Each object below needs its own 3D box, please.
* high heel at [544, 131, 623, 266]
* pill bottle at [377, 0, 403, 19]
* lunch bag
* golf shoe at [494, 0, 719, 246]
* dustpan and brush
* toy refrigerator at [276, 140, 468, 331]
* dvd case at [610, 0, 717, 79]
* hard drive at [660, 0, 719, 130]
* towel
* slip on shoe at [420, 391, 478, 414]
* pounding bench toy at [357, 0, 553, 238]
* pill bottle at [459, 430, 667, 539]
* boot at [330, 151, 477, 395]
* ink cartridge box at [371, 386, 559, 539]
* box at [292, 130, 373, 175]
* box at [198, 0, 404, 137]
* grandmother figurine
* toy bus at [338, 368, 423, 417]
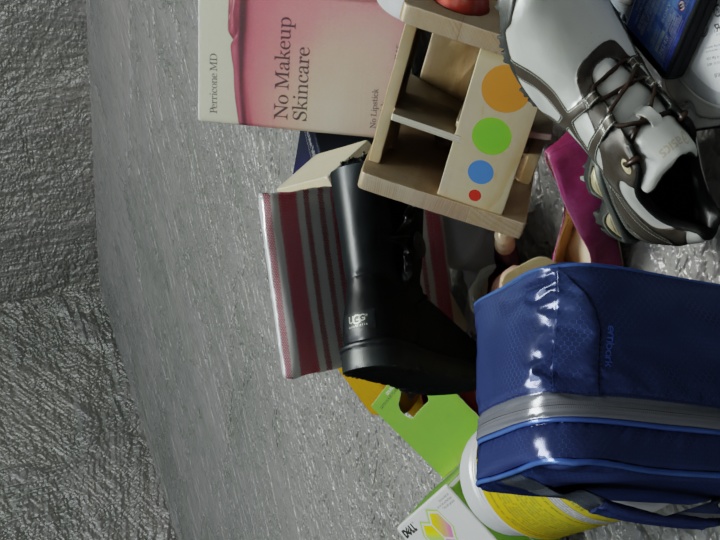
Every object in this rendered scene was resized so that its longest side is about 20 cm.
[{"bbox_3d":[0.147,-0.023,0.787,0.201,0.094,0.068,108,144,-51],"label":"high heel"},{"bbox_3d":[0.066,-0.298,0.843,0.120,0.118,0.202,-121,29,-43],"label":"pill bottle"},{"bbox_3d":[0.168,0.084,0.659,0.136,0.196,0.135,138,137,-68],"label":"lunch bag"},{"bbox_3d":[0.154,-0.098,0.644,0.201,0.078,0.094,52,172,-25],"label":"golf shoe"},{"bbox_3d":[0.095,-0.023,1.001,0.139,0.056,0.204,24,116,53],"label":"dustpan and brush"},{"bbox_3d":[0.014,-0.011,0.994,0.075,0.070,0.202,-9,117,49],"label":"toy refrigerator"},{"bbox_3d":[0.161,-0.233,0.661,0.144,0.017,0.202,103,149,-47],"label":"dvd case"},{"bbox_3d":[0.215,-0.185,0.620,0.139,0.037,0.204,-175,77,-68],"label":"hard drive"},{"bbox_3d":[0.000,0.000,0.914,0.030,0.198,0.149,-5,94,48],"label":"towel"},{"bbox_3d":[0.112,0.109,0.992,0.200,0.060,0.076,159,101,-68],"label":"slip on shoe"},{"bbox_3d":[0.091,-0.156,0.814,0.201,0.122,0.158,-68,-5,-56],"label":"pounding bench toy"},{"bbox_3d":[0.152,0.138,0.823,0.200,0.112,0.116,130,126,-63],"label":"pill bottle"},{"bbox_3d":[0.046,0.007,0.881,0.075,0.199,0.172,-11,72,32],"label":"boot"},{"bbox_3d":[0.075,0.192,0.992,0.200,0.076,0.148,45,150,9],"label":"ink cartridge box"},{"bbox_3d":[-0.010,-0.058,1.148,0.202,0.102,0.150,103,158,-46],"label":"box"},{"bbox_3d":[-0.048,-0.207,1.034,0.109,0.196,0.130,-80,-5,-63],"label":"box"},{"bbox_3d":[0.121,0.027,0.865,0.200,0.059,0.124,-87,3,-85],"label":"grandmother figurine"},{"bbox_3d":[0.015,0.072,1.080,0.064,0.079,0.201,-7,126,46],"label":"toy bus"}]
